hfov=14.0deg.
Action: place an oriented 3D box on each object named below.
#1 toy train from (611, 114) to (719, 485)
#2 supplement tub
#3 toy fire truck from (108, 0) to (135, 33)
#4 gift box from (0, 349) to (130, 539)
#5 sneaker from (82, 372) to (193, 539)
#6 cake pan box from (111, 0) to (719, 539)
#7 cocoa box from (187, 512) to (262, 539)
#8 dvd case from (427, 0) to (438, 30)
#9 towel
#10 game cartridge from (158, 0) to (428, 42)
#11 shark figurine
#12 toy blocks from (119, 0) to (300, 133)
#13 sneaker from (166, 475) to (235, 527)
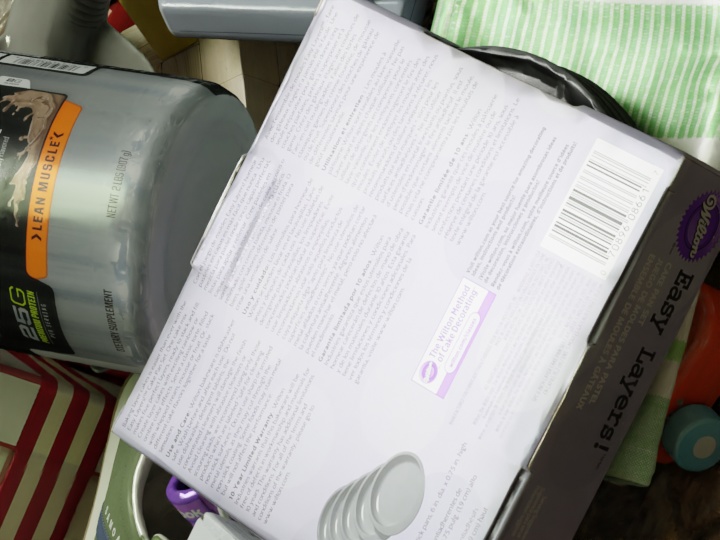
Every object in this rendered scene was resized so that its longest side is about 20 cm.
[{"bbox_3d":[0.098,-0.022,1.101,0.150,0.056,0.200,-55,34,18],"label":"toy train"},{"bbox_3d":[-0.150,-0.030,1.209,0.200,0.123,0.123,9,74,21],"label":"supplement tub"},{"bbox_3d":[-0.131,-0.167,1.404,0.129,0.176,0.200,-55,25,17],"label":"toy fire truck"},{"bbox_3d":[-0.199,0.089,1.353,0.200,0.184,0.187,28,96,52],"label":"gift box"},{"bbox_3d":[-0.081,0.133,1.220,0.090,0.067,0.201,175,105,-70],"label":"sneaker"},{"bbox_3d":[0.020,0.013,1.045,0.184,0.052,0.200,28,94,39],"label":"cake pan box"},{"bbox_3d":[-0.024,0.215,1.055,0.133,0.131,0.200,33,98,58],"label":"cocoa box"},{"bbox_3d":[0.056,-0.118,1.213,0.146,0.022,0.200,137,149,-70],"label":"dvd case"},{"bbox_3d":[0.067,-0.029,1.070,0.152,0.023,0.200,7,78,43],"label":"towel"},{"bbox_3d":[-0.017,-0.188,1.319,0.133,0.041,0.200,7,61,19],"label":"game cartridge"},{"bbox_3d":[-0.142,-0.060,1.310,0.128,0.089,0.215,-10,89,52],"label":"shark figurine"},{"bbox_3d":[-0.089,-0.044,1.375,0.200,0.100,0.137,-23,64,38],"label":"toy blocks"},{"bbox_3d":[-0.042,0.130,1.158,0.073,0.114,0.201,11,80,56],"label":"sneaker"}]
